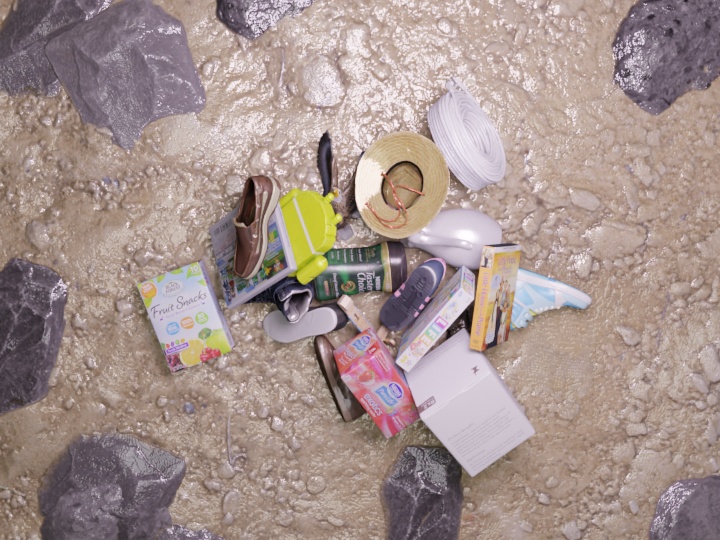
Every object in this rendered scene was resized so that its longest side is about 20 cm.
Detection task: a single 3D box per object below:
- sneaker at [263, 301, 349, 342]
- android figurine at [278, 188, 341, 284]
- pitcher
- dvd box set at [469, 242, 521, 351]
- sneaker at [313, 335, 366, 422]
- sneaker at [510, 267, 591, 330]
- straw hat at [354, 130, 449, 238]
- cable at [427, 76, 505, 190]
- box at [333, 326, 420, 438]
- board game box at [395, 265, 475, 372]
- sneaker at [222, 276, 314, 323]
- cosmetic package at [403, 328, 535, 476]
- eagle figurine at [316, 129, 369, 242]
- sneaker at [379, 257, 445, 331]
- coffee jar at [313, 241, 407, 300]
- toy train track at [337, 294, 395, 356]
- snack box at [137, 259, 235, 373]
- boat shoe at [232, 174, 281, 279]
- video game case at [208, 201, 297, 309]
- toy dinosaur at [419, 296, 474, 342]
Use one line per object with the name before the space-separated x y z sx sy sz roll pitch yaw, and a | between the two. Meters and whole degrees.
sneaker | -0.109 0.110 1.444 0.197 0.099 0.072 -9 88 32
android figurine | -0.116 -0.073 1.318 0.199 0.041 0.185 -36 65 30
pitcher | 0.184 -0.064 1.374 0.196 0.172 0.124 11 106 -2
dvd box set | 0.269 0.049 1.348 0.029 0.145 0.205 12 99 32
sneaker | -0.039 0.223 1.467 0.074 0.070 0.204 -23 102 -15
sneaker | 0.380 0.077 1.443 0.196 0.080 0.133 19 94 7
straw hat | 0.085 -0.164 1.336 0.197 0.085 0.206 0 90 15
cable | 0.211 -0.257 1.343 0.069 0.203 0.199 -27 132 34
box | 0.040 0.231 1.395 0.102 0.095 0.201 -31 119 3
board game box | 0.149 0.093 1.341 0.034 0.135 0.201 38 111 -3
sneaker | -0.189 0.052 1.391 0.198 0.147 0.078 -18 127 2
cosmetic package | 0.218 0.267 1.384 0.164 0.166 0.201 -35 117 7
eagle figurine | -0.040 -0.160 1.381 0.150 0.150 0.203 26 79 -27
sneaker | 0.112 0.050 1.384 0.070 0.082 0.200 47 134 8
coffee jar | 0.000 0.000 1.414 0.195 0.086 0.106 -7 128 0
toy train track | 0.019 0.126 1.418 0.115 0.032 0.201 -54 125 -23
snack box | -0.369 0.098 1.444 0.140 0.053 0.204 -20 96 0
boat shoe | -0.218 -0.085 1.303 0.074 0.074 0.207 19 99 37
video game case | -0.220 -0.046 1.364 0.198 0.022 0.186 -29 69 33
toy dinosaur | 0.188 0.100 1.454 0.197 0.077 0.104 26 85 2
